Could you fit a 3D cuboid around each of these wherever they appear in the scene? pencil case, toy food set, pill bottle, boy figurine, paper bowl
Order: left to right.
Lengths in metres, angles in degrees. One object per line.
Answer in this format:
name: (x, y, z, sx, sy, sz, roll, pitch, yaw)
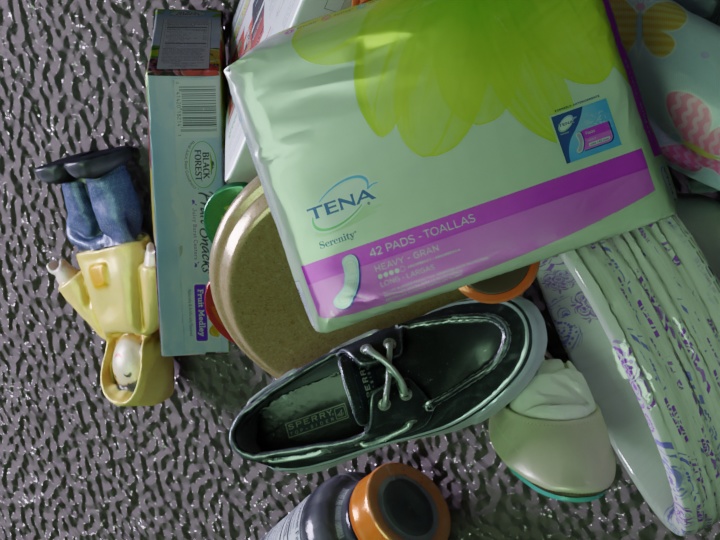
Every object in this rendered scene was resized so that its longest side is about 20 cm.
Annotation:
boy figurine: (-0.190, 0.008, 1.308, 0.124, 0.064, 0.201, -2, 105, 36)
pill bottle: (-0.017, 0.215, 1.235, 0.106, 0.106, 0.200, 51, 132, 8)
toy food set: (0.000, 0.000, 1.042, 0.200, 0.049, 0.198, 38, 118, -24)
pencil case: (0.150, -0.110, 0.934, 0.199, 0.083, 0.091, 34, 162, 20)
paper bowl: (0.179, 0.038, 0.966, 0.202, 0.104, 0.201, 64, 177, 6)

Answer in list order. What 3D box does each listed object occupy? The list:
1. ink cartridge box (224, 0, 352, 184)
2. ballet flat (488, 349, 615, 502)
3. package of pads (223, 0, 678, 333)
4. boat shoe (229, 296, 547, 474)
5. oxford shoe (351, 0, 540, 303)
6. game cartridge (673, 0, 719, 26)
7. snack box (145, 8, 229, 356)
ink cartridge box: (-0.015, -0.171, 1.054, 0.083, 0.176, 0.201, 14, 129, -16)
ballet flat: (0.106, 0.076, 1.040, 0.200, 0.069, 0.070, -123, 21, -73)
package of pads: (0.044, -0.071, 0.876, 0.199, 0.068, 0.155, -19, 91, 10)
boat shoe: (0.013, 0.067, 1.007, 0.199, 0.068, 0.072, -22, 74, 22)
oxford shoe: (0.045, -0.080, 0.949, 0.071, 0.073, 0.201, -17, 93, 8)
game cartridge: (0.162, -0.230, 0.925, 0.133, 0.041, 0.201, 37, 138, 24)
snack box: (-0.115, -0.062, 1.167, 0.053, 0.142, 0.201, -1, 114, -3)
